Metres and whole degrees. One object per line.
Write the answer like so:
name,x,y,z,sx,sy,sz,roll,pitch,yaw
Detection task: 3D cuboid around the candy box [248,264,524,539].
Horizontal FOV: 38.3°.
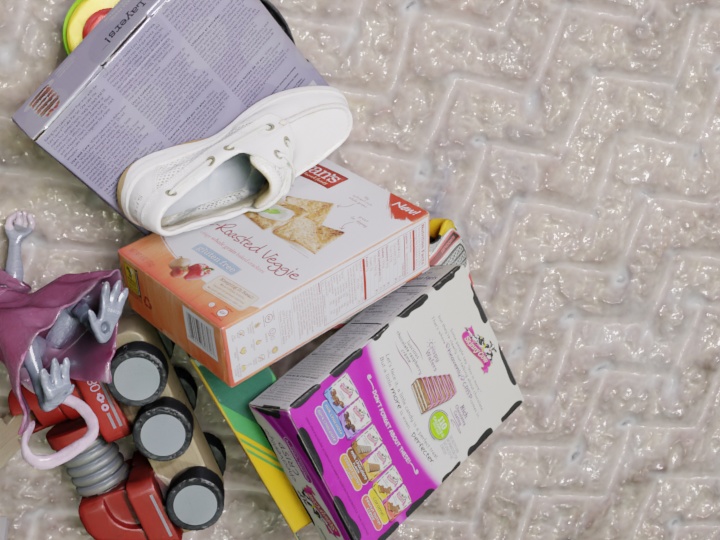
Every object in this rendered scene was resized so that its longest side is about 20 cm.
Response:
candy box,0.026,0.103,0.810,0.200,0.061,0.137,-37,111,-31

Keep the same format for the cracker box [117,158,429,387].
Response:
cracker box,-0.062,-0.009,0.786,0.200,0.134,0.058,-30,133,-33

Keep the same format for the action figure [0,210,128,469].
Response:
action figure,-0.263,0.040,0.767,0.134,0.199,0.150,-25,118,-56

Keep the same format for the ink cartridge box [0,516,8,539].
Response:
ink cartridge box,-0.376,0.278,0.776,0.199,0.145,0.148,5,100,-17

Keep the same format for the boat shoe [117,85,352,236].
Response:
boat shoe,-0.079,-0.075,0.778,0.200,0.069,0.071,-30,134,-22

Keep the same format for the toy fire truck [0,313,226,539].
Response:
toy fire truck,-0.223,0.153,0.823,0.199,0.129,0.177,-21,106,0

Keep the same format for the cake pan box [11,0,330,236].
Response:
cake pan box,-0.129,-0.126,0.788,0.200,0.052,0.184,-49,140,-3

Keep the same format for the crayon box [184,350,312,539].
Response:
crayon box,-0.080,0.126,0.851,0.051,0.126,0.201,-30,108,-10

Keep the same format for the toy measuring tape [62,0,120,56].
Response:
toy measuring tape,-0.173,-0.211,0.790,0.073,0.074,0.201,31,90,-20

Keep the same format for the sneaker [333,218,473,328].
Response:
sneaker,0.000,0.000,0.885,0.199,0.078,0.083,-12,100,-24
